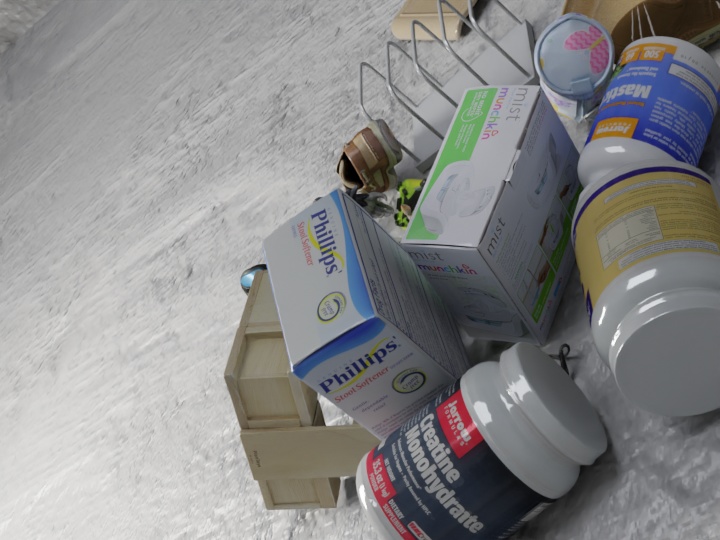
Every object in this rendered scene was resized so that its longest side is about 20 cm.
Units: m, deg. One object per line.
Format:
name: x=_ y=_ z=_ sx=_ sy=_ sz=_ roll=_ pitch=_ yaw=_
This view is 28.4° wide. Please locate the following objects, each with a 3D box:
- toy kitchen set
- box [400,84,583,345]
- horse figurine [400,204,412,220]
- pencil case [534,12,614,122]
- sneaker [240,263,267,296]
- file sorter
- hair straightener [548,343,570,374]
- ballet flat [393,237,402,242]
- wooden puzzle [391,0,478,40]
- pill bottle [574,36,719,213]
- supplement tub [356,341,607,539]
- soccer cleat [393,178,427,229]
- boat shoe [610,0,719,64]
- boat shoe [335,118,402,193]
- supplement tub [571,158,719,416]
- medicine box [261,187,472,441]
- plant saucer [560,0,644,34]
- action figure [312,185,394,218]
toy kitchen set: x=-0.031 y=0.127 z=1.535 sx=0.163 sy=0.200 sz=0.181 roll=-3 pitch=37 yaw=12
box: x=0.148 y=-0.056 z=1.442 sx=0.097 sy=0.176 sz=0.200 roll=4 pitch=59 yaw=36
horse figurine: x=0.052 y=-0.008 z=1.628 sx=0.200 sy=0.133 sz=0.050 roll=-21 pitch=25 yaw=22
pencil case: x=0.231 y=-0.214 z=1.526 sx=0.200 sy=0.083 sz=0.091 roll=14 pitch=-101 yaw=-80
sneaker: x=-0.079 y=0.027 z=1.700 sx=0.073 sy=0.200 sz=0.082 roll=39 pitch=85 yaw=26
file sorter: x=0.109 y=-0.255 z=1.808 sx=0.200 sy=0.124 sz=0.139 roll=-36 pitch=32 yaw=27
hair straightener: x=0.129 y=0.134 z=1.407 sx=0.200 sy=0.041 sz=0.077 roll=-44 pitch=29 yaw=15
ballet flat: x=0.000 y=0.000 z=1.586 sx=0.200 sy=0.071 sz=0.071 roll=-30 pitch=34 yaw=27
wooden puzzle: x=0.142 y=-0.418 z=2.052 sx=0.200 sy=0.037 sz=0.185 roll=-61 pitch=29 yaw=-7
pill bottle: x=0.280 y=-0.123 z=1.407 sx=0.112 sy=0.112 sz=0.200 roll=-11 pitch=47 yaw=51
supplement tub: x=0.107 y=0.172 z=1.289 sx=0.200 sy=0.140 sz=0.140 roll=-42 pitch=29 yaw=19
soccer cleat: x=0.096 y=-0.082 z=1.701 sx=0.200 sy=0.084 sz=0.065 roll=169 pitch=102 yaw=-73
boat shoe: x=0.354 y=-0.263 z=1.530 sx=0.200 sy=0.063 sz=0.073 roll=-15 pitch=74 yaw=51
boat shoe: x=0.002 y=-0.133 z=1.799 sx=0.072 sy=0.076 sz=0.200 roll=-31 pitch=-11 yaw=-9
supplement tub: x=0.266 y=0.013 z=1.233 sx=0.145 sy=0.145 sz=0.200 roll=-37 pitch=30 yaw=26
medicine box: x=0.012 y=0.053 z=1.392 sx=0.103 sy=0.200 sz=0.182 roll=-34 pitch=42 yaw=17
plant saucer: x=0.324 y=-0.334 z=1.673 sx=0.200 sy=0.035 sz=0.200 roll=-37 pitch=31 yaw=26
action figure: x=-0.010 y=-0.046 z=1.741 sx=0.200 sy=0.102 sz=0.119 roll=-142 pitch=66 yaw=-78
